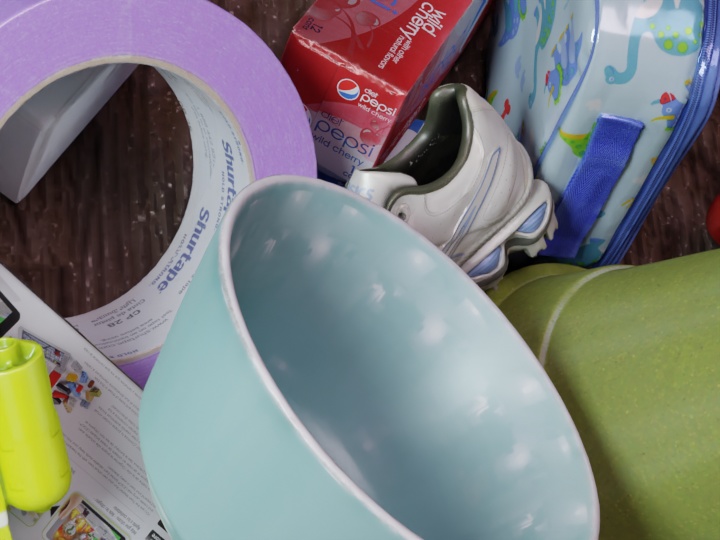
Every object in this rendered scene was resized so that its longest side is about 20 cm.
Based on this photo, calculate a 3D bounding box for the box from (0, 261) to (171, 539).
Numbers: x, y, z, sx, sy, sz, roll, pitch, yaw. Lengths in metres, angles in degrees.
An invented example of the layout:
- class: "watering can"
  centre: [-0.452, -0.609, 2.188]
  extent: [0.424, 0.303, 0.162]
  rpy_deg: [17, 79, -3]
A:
- class: "box"
  centre: [-0.148, 0.073, 1.111]
  extent: [0.200, 0.035, 0.110]
  rpy_deg: [45, 78, -29]

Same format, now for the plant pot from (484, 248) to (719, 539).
- class: "plant pot"
  centre: [0.170, 0.062, 1.166]
  extent: [0.199, 0.190, 0.201]
  rpy_deg: [20, 58, -36]

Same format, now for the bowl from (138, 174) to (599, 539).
- class: "bowl"
  centre: [-0.010, 0.072, 1.053]
  extent: [0.200, 0.105, 0.201]
  rpy_deg: [35, 29, -22]

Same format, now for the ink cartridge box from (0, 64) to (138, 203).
- class: "ink cartridge box"
  centre: [-0.193, -0.152, 1.250]
  extent: [0.200, 0.084, 0.146]
  rpy_deg: [37, 59, 2]

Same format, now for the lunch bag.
- class: "lunch bag"
  centre: [0.114, -0.098, 1.261]
  extent: [0.082, 0.200, 0.162]
  rpy_deg: [10, 55, -9]

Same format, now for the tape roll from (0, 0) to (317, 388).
- class: "tape roll"
  centre: [-0.121, -0.033, 1.161]
  extent: [0.199, 0.066, 0.202]
  rpy_deg: [-10, 110, -27]

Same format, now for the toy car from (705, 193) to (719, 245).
- class: "toy car"
  centre: [0.244, 0.000, 1.301]
  extent: [0.149, 0.175, 0.201]
  rpy_deg: [-10, 64, 14]

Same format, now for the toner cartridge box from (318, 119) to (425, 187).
- class: "toner cartridge box"
  centre: [-0.011, 0.019, 1.253]
  extent: [0.094, 0.043, 0.201]
  rpy_deg: [7, 63, -15]

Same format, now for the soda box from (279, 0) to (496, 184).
- class: "soda box"
  centre: [0.021, -0.126, 1.285]
  extent: [0.063, 0.070, 0.200]
  rpy_deg: [29, 42, 4]

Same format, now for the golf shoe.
- class: "golf shoe"
  centre: [0.000, 0.000, 1.170]
  extent: [0.078, 0.097, 0.200]
  rpy_deg: [18, 59, 39]

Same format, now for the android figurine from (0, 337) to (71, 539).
- class: "android figurine"
  centre: [-0.205, 0.088, 1.041]
  extent: [0.181, 0.041, 0.201]
  rpy_deg: [-15, 113, -15]
